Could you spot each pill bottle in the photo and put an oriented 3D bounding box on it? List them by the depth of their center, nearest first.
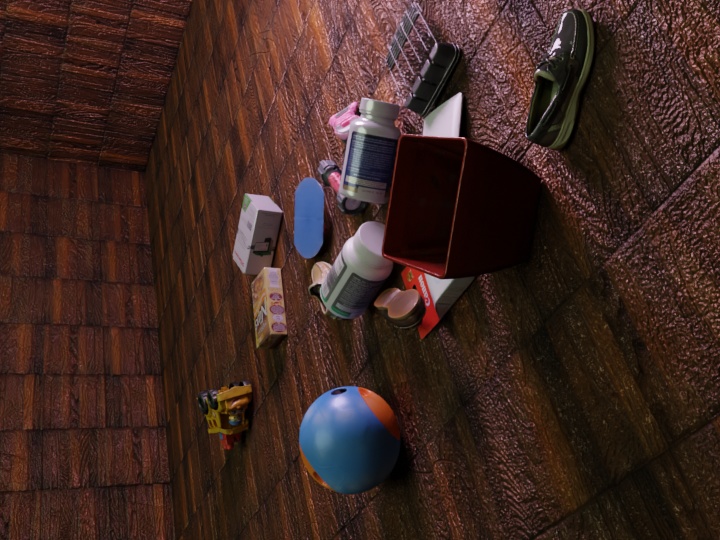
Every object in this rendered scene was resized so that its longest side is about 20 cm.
[{"bbox_3d":[0.024,-0.248,1.559,0.111,0.109,0.203,32,114,60],"label":"pill bottle"},{"bbox_3d":[0.000,0.000,1.565,0.201,0.112,0.114,-57,38,43],"label":"pill bottle"}]

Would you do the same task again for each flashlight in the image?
[{"bbox_3d":[-0.048,-0.198,1.742,0.201,0.067,0.068,56,135,50],"label":"flashlight"}]

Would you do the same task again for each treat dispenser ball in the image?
[{"bbox_3d":[-0.021,0.327,1.457,0.200,0.198,0.204,-17,71,61],"label":"treat dispenser ball"}]

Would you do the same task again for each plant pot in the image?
[{"bbox_3d":[0.166,-0.096,1.182,0.199,0.174,0.203,23,106,62],"label":"plant pot"}]

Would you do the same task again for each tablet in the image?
[{"bbox_3d":[0.142,-0.216,1.389,0.130,0.013,0.203,-25,54,60],"label":"tablet"}]

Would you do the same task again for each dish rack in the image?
[{"bbox_3d":[0.111,-0.419,1.475,0.154,0.054,0.202,-58,35,36],"label":"dish rack"}]

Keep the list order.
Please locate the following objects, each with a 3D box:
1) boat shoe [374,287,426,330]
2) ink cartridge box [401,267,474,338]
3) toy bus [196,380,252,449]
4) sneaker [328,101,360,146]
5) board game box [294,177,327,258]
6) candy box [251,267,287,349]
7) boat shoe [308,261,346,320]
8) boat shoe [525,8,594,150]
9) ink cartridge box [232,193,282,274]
[{"bbox_3d":[0.086,0.077,1.403,0.070,0.070,0.200,-42,12,-5],"label":"boat shoe"},{"bbox_3d":[0.124,0.006,1.391,0.201,0.047,0.162,-55,39,43],"label":"ink cartridge box"},{"bbox_3d":[-0.398,0.443,2.283,0.199,0.134,0.195,-24,78,57],"label":"toy bus"},{"bbox_3d":[-0.015,-0.310,1.690,0.078,0.096,0.201,-31,26,13],"label":"sneaker"},{"bbox_3d":[-0.115,-0.132,1.901,0.157,0.038,0.204,8,98,58],"label":"board game box"},{"bbox_3d":[-0.259,0.107,2.123,0.115,0.055,0.203,-44,48,53],"label":"candy box"},{"bbox_3d":[-0.087,0.041,1.771,0.200,0.075,0.073,54,133,52],"label":"boat shoe"},{"bbox_3d":[0.285,-0.281,1.095,0.072,0.065,0.204,27,110,62],"label":"boat shoe"},{"bbox_3d":[-0.305,-0.105,2.216,0.146,0.083,0.203,46,126,56],"label":"ink cartridge box"}]
